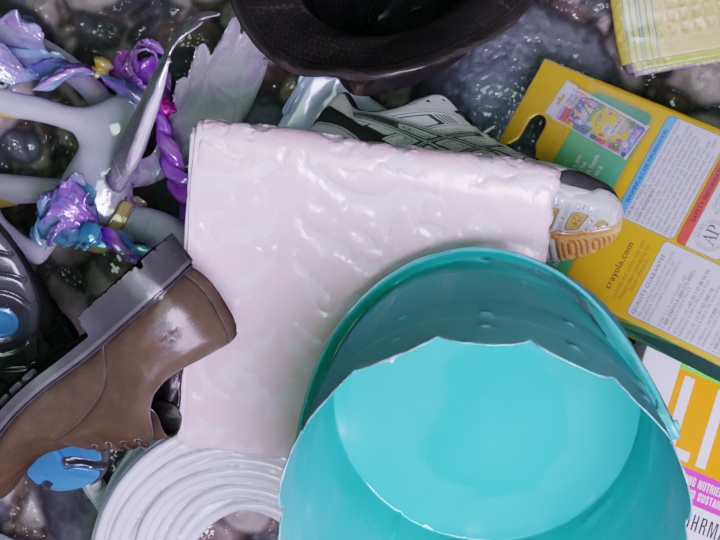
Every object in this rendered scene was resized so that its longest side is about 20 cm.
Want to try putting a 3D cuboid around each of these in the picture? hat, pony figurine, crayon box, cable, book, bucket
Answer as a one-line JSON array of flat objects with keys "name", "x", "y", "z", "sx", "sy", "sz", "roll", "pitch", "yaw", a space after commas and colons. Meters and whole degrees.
[{"name": "hat", "x": 0.018, "y": -0.157, "z": 0.932, "sx": 0.198, "sy": 0.202, "sz": 0.081, "roll": -3, "pitch": 140, "yaw": 1}, {"name": "pony figurine", "x": -0.142, "y": -0.076, "z": 0.938, "sx": 0.198, "sy": 0.166, "sz": 0.195, "roll": 22, "pitch": 103, "yaw": 14}, {"name": "crayon box", "x": 0.168, "y": -0.029, "z": 0.934, "sx": 0.199, "sy": 0.052, "sz": 0.127, "roll": 27, "pitch": 82, "yaw": 26}, {"name": "cable", "x": -0.068, "y": 0.176, "z": 0.985, "sx": 0.198, "sy": 0.069, "sz": 0.202, "roll": -18, "pitch": 99, "yaw": 7}, {"name": "book", "x": 0.211, "y": 0.108, "z": 0.949, "sx": 0.132, "sy": 0.048, "sz": 0.202, "roll": 22, "pitch": 76, "yaw": -9}, {"name": "bucket", "x": 0.062, "y": 0.096, "z": 0.811, "sx": 0.204, "sy": 0.135, "sz": 0.210, "roll": 2, "pitch": 112, "yaw": 4}]

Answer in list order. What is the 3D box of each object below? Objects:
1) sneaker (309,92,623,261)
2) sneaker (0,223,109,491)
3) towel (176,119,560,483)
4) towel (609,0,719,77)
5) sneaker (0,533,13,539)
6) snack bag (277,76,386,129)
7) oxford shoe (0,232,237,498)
[{"name": "sneaker", "x": 0.057, "y": -0.064, "z": 0.919, "sx": 0.198, "sy": 0.076, "sz": 0.088, "roll": 10, "pitch": 58, "yaw": 14}, {"name": "sneaker", "x": -0.209, "y": 0.037, "z": 0.941, "sx": 0.072, "sy": 0.082, "sz": 0.202, "roll": -17, "pitch": 123, "yaw": 3}, {"name": "towel", "x": 0.000, "y": 0.019, "z": 0.877, "sx": 0.197, "sy": 0.032, "sz": 0.193, "roll": 7, "pitch": 112, "yaw": 2}, {"name": "towel", "x": 0.214, "y": -0.223, "z": 0.968, "sx": 0.142, "sy": 0.023, "sz": 0.203, "roll": -10, "pitch": 95, "yaw": 3}, {"name": "sneaker", "x": -0.207, "y": 0.231, "z": 0.970, "sx": 0.199, "sy": 0.071, "sz": 0.074, "roll": 36, "pitch": 119, "yaw": 21}, {"name": "snack bag", "x": 0.000, "y": 0.000, "z": 0.996, "sx": 0.199, "sy": 0.021, "sz": 0.190, "roll": 33, "pitch": 95, "yaw": -4}, {"name": "oxford shoe", "x": -0.146, "y": 0.075, "z": 0.866, "sx": 0.200, "sy": 0.073, "sz": 0.085, "roll": -40, "pitch": 97, "yaw": 24}]
